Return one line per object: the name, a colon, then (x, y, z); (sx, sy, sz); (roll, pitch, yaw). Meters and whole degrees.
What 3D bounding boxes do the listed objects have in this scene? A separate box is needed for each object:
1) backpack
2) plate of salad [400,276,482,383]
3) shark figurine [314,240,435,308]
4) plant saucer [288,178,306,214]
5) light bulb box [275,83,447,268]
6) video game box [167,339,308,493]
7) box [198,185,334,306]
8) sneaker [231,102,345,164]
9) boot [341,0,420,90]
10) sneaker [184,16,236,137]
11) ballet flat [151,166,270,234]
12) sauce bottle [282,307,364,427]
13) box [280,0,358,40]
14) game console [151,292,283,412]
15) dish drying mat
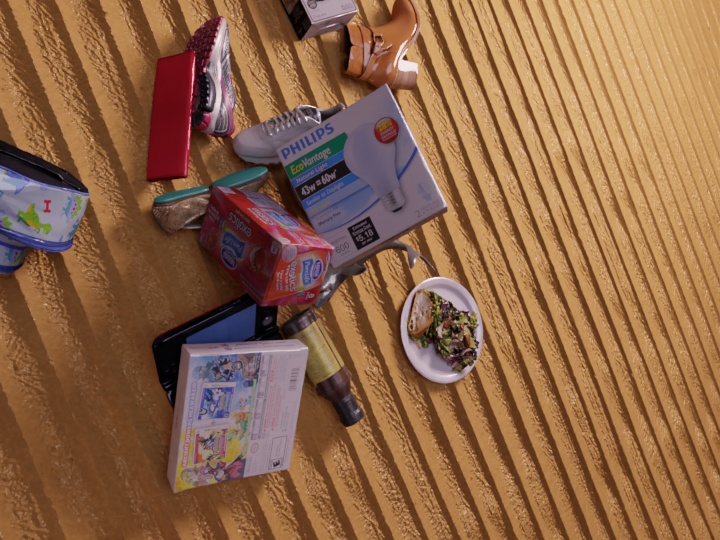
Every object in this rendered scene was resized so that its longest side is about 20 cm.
backpack: (-0.449, -0.083, 0.665); (0.197, 0.183, 0.149); (18, 96, -28)
plate of salad: (0.164, 0.112, 1.042); (0.197, 0.048, 0.204); (6, 77, -28)
shark figurine: (0.014, -0.018, 0.951); (0.090, 0.211, 0.130); (50, 24, -60)
plant saucer: (-0.031, -0.174, 0.983); (0.197, 0.050, 0.204); (6, 78, -28)
light bulb box: (0.007, -0.138, 0.845); (0.196, 0.125, 0.203); (-28, 88, 8)
video game box: (-0.175, 0.203, 0.786); (0.180, 0.047, 0.204); (2, 104, -38)
box: (-0.142, -0.038, 0.795); (0.099, 0.199, 0.097); (2, 117, -46)
sneaker: (-0.117, -0.235, 0.906); (0.196, 0.081, 0.077); (-14, 64, -16)
boot: (0.034, -0.456, 1.066); (0.152, 0.076, 0.204); (4, 86, -24)
sneaker: (-0.239, -0.314, 0.885); (0.074, 0.079, 0.204); (17, 73, -53)
ballet flat: (-0.229, -0.109, 0.864); (0.198, 0.070, 0.066); (-23, 118, -27)
sauce bottle: (-0.058, 0.163, 0.899); (0.064, 0.064, 0.202); (-30, 95, -29)
box: (-0.101, -0.544, 1.005); (0.116, 0.060, 0.203); (-31, 97, -29)
game console: (-0.183, 0.142, 0.804); (0.198, 0.174, 0.119); (-27, 62, -30)
dish drying mat: (-0.291, -0.238, 0.845); (0.018, 0.075, 0.204); (25, 64, -65)
